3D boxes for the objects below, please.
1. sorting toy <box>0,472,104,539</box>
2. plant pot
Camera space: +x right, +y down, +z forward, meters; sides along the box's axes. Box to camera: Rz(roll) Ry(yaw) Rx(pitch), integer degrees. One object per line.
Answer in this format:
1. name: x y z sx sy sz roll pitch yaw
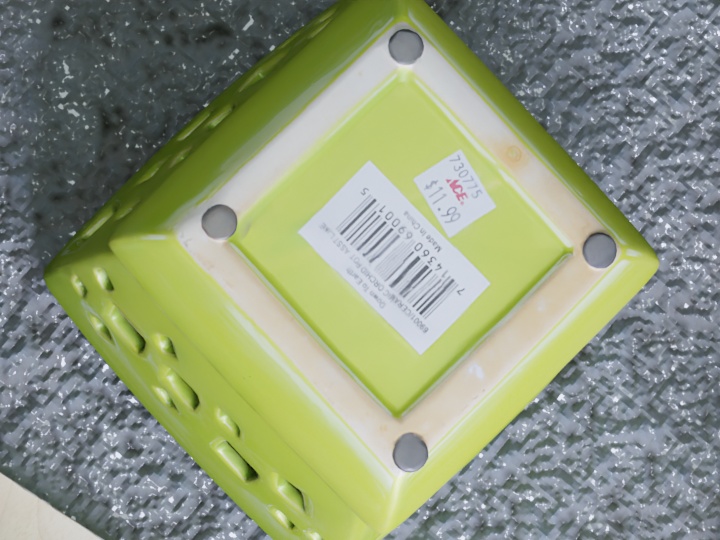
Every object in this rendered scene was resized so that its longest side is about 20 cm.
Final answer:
1. sorting toy: -0.193 0.183 1.300 0.199 0.070 0.200 34 80 -4
2. plant pot: 0.000 0.000 1.298 0.199 0.181 0.200 -43 93 -12
